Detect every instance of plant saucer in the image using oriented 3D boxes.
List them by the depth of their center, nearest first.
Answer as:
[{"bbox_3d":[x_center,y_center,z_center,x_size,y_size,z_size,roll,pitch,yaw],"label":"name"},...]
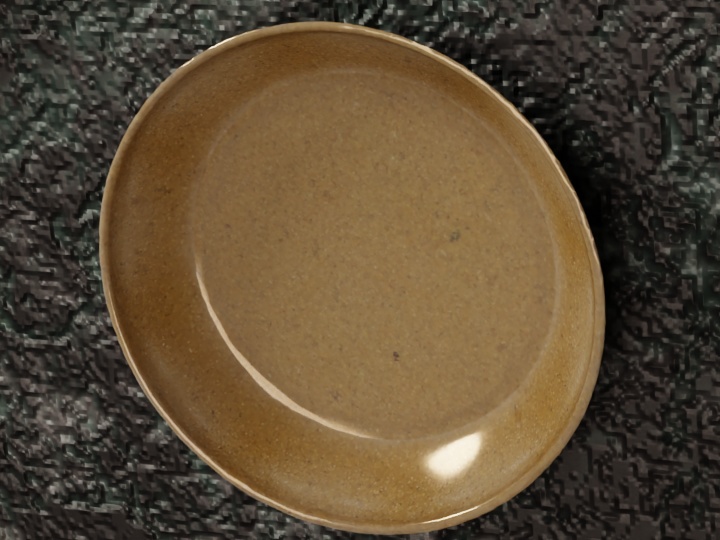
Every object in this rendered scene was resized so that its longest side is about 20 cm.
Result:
[{"bbox_3d":[0.000,0.000,1.041,0.200,0.035,0.201,8,113,20],"label":"plant saucer"}]
